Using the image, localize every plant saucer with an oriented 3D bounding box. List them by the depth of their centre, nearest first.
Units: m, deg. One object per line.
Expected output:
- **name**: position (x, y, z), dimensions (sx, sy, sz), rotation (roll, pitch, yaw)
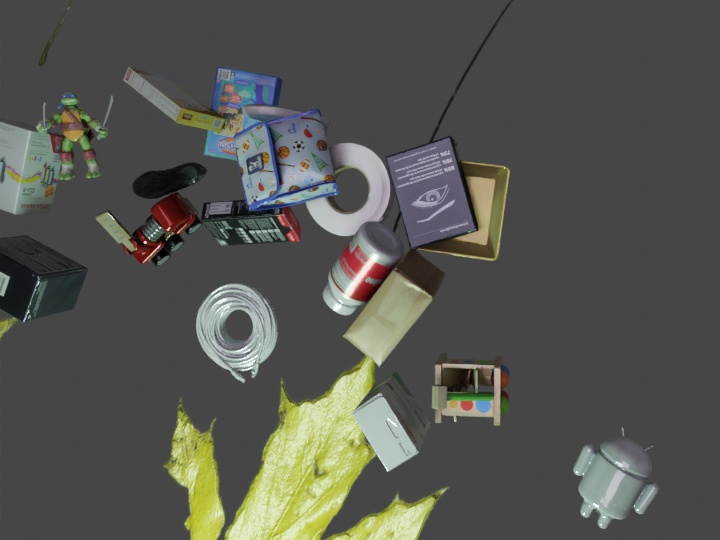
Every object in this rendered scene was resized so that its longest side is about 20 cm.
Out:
- **plant saucer**: position (0.215, -0.135, 1.617), dimensions (0.196, 0.048, 0.204), rotation (9, 95, 12)

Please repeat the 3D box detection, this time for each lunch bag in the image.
- **lunch bag**: position (-0.159, -0.227, 1.566), dimensions (0.196, 0.124, 0.173), rotation (-13, 82, 0)

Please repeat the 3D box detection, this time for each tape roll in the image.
- **tape roll**: position (-0.022, -0.178, 1.654), dimensions (0.198, 0.071, 0.207), rotation (1, 94, 12)

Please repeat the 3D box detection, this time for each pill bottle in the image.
- **pill bottle**: position (0.000, 0.000, 1.619), dimensions (0.112, 0.112, 0.201), rotation (41, 123, 7)

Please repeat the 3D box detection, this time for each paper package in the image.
- **paper package**: position (0.076, 0.073, 1.575), dimensions (0.103, 0.191, 0.201), rotation (38, 112, 3)

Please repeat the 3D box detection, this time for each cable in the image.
- **cable**: position (-0.284, 0.130, 1.735), dimensions (0.198, 0.069, 0.202), rotation (32, 99, 9)

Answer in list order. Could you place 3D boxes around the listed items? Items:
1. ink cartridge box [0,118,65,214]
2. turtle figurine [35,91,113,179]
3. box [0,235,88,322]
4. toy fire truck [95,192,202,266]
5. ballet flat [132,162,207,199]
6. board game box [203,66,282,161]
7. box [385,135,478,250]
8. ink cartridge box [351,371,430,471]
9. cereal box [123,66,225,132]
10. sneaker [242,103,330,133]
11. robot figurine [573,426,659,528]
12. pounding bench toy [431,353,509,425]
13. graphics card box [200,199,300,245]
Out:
- **ink cartridge box**: position (-0.824, -0.248, 1.785), dimensions (0.142, 0.145, 0.204), rotation (17, 98, 10)
- **turtle figurine**: position (-0.670, -0.311, 1.736), dimensions (0.198, 0.143, 0.198), rotation (16, 117, 44)
- **box**: position (-0.799, 0.016, 1.772), dimensions (0.197, 0.198, 0.125), rotation (26, 101, 9)
- **toy fire truck**: position (-0.485, -0.104, 1.693), dimensions (0.176, 0.200, 0.129), rotation (-41, 86, 12)
- **ballet flat**: position (-0.453, -0.209, 1.762), dimensions (0.196, 0.057, 0.068), rotation (-10, 91, 19)
- **board game box**: position (-0.270, -0.352, 1.708), dimensions (0.149, 0.045, 0.204), rotation (12, 96, 11)
- **box**: position (0.152, -0.160, 1.551), dimensions (0.145, 0.104, 0.204), rotation (-15, 91, 13)
- **ink cartridge box**: position (0.069, 0.320, 1.603), dimensions (0.083, 0.200, 0.147), rotation (-34, 86, 13)
- **cereal box**: position (-0.415, -0.382, 1.661), dimensions (0.199, 0.143, 0.040), rotation (38, 109, 25)
- **sneaker**: position (-0.167, -0.318, 1.650), dimensions (0.196, 0.074, 0.084), rotation (9, 101, -11)
- **robot figurine**: position (0.533, 0.434, 1.554), dimensions (0.168, 0.113, 0.203), rotation (27, 99, 16)
- **pounding bench toy**: position (0.235, 0.256, 1.562), dimensions (0.153, 0.200, 0.127), rotation (1, 94, 13)
- **graphics card box**: position (-0.245, -0.109, 1.678), dimensions (0.196, 0.126, 0.052), rotation (-4, 64, 13)
